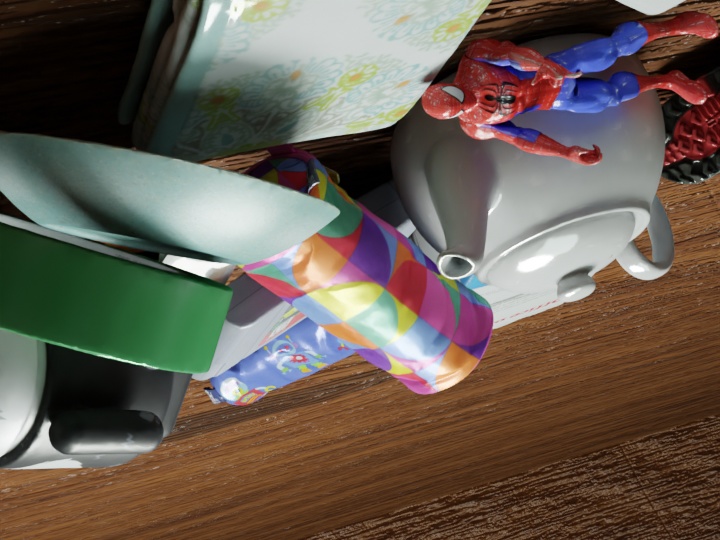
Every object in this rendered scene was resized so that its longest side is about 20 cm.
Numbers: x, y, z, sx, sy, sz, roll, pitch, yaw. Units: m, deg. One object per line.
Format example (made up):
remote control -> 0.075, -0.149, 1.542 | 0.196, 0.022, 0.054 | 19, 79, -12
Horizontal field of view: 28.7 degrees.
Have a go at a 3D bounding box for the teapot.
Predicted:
teapot -> 0.123, -0.051, 0.924 | 0.198, 0.148, 0.198 | -18, 165, -6

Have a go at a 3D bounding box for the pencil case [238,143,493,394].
pencil case -> 0.000, 0.000, 0.897 | 0.088, 0.089, 0.200 | -27, 131, 28

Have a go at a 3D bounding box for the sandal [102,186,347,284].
sandal -> -0.090, -0.018, 0.943 | 0.204, 0.060, 0.079 | -9, 162, -29

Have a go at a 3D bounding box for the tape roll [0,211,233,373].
tape roll -> -0.168, 0.002, 0.740 | 0.198, 0.049, 0.200 | 17, 180, 0

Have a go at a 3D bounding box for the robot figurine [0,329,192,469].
robot figurine -> -0.201, 0.067, 0.902 | 0.149, 0.127, 0.199 | -20, 162, 37

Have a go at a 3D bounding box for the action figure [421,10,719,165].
action figure -> 0.131, -0.100, 0.785 | 0.198, 0.099, 0.066 | -12, 120, -26

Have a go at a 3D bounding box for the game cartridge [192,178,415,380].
game cartridge -> -0.034, 0.000, 1.001 | 0.199, 0.041, 0.133 | -34, 169, -29

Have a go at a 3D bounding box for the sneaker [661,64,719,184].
sneaker -> 0.291, -0.140, 0.996 | 0.199, 0.080, 0.096 | -28, -174, 23

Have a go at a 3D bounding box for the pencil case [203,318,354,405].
pencil case -> -0.048, 0.044, 1.167 | 0.199, 0.079, 0.086 | -28, 143, 31

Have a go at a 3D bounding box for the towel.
towel -> -0.026, -0.120, 0.709 | 0.169, 0.049, 0.200 | -15, 164, -25

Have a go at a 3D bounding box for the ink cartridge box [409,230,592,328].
ink cartridge box -> 0.121, -0.023, 1.119 | 0.143, 0.085, 0.200 | -18, 164, -15

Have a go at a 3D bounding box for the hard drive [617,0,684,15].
hard drive -> 0.176, -0.181, 0.715 | 0.131, 0.027, 0.199 | -27, 172, 24

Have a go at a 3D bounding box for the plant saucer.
plant saucer -> -0.111, -0.032, 0.738 | 0.198, 0.039, 0.201 | 11, 177, 1
